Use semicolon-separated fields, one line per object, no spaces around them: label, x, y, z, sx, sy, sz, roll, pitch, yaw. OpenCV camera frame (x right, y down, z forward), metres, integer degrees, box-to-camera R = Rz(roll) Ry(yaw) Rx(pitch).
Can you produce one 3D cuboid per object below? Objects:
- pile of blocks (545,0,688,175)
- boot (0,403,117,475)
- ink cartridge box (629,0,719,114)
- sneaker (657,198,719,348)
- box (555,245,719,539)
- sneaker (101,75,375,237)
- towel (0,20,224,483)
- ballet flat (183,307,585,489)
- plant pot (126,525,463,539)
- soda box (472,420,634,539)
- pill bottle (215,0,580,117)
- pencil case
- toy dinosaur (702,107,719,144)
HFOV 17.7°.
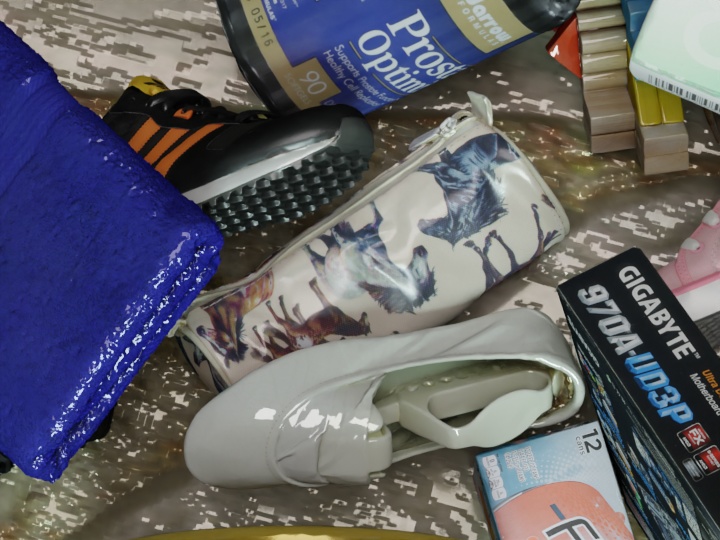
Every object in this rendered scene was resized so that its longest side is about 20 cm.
pile of blocks;0.119;-0.146;1.158;0.062;0.082;0.202;-8;78;-1
boot;-0.183;0.098;1.118;0.137;0.077;0.202;4;79;-3
ink cartridge box;0.237;-0.154;1.091;0.160;0.050;0.201;23;90;9
sneaker;0.199;-0.033;1.140;0.199;0.075;0.105;-24;74;-5
box;0.160;0.108;1.021;0.046;0.160;0.200;-26;42;-4
sneaker;-0.085;-0.059;1.109;0.199;0.070;0.091;-22;75;34
towel;-0.162;-0.016;1.077;0.200;0.049;0.148;42;100;30
ballet flat;0.017;0.065;1.084;0.199;0.069;0.070;-14;77;-21
plant pot;-0.030;0.222;1.036;0.199;0.201;0.191;1;94;1
soda box;0.110;0.177;1.095;0.063;0.068;0.201;-16;77;-3
pill bottle;0.037;-0.152;1.112;0.199;0.112;0.113;-23;77;22
pencil case;0.000;0.000;1.129;0.199;0.078;0.090;-34;106;-6
toy dinosaur;0.192;-0.180;1.167;0.201;0.060;0.106;-58;40;20
